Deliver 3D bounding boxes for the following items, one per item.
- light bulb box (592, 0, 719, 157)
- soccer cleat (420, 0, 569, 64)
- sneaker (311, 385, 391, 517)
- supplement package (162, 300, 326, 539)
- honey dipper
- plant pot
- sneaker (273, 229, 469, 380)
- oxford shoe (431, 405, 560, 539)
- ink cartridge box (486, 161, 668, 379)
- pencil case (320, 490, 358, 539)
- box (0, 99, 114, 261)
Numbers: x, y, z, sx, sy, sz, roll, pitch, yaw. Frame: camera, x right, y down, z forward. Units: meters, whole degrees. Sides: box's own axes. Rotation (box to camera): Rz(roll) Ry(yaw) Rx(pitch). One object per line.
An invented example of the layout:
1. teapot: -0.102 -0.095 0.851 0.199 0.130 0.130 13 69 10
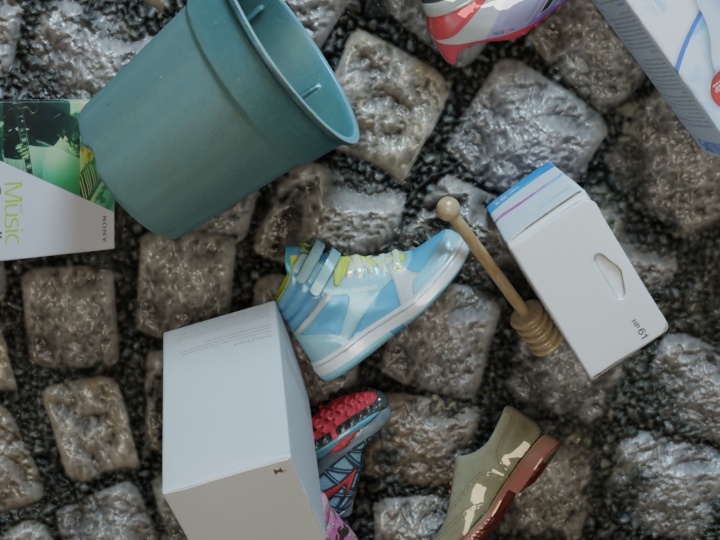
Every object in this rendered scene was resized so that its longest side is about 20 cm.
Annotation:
1. light bulb box: 0.348 -0.239 1.058 0.197 0.125 0.201 -39 97 7
2. soccer cleat: 0.157 -0.258 1.093 0.197 0.069 0.074 -19 119 3
3. sneaker: -0.033 0.201 1.184 0.200 0.080 0.095 -43 113 14
4. supplement package: -0.111 0.150 1.084 0.118 0.202 0.122 -15 130 3
5. honey dipper: 0.131 0.003 1.121 0.038 0.038 0.201 -35 117 7
6. plant pot: -0.135 -0.143 1.055 0.195 0.200 0.201 -34 99 14
7. sneaker: 0.000 0.000 1.132 0.199 0.080 0.131 -40 100 7
8. oxford shoe: 0.117 0.226 1.191 0.074 0.071 0.201 42 100 18
9. ink cartridge box: 0.191 -0.007 1.066 0.084 0.200 0.146 -33 99 6
10. pencil case: -0.037 0.295 1.149 0.082 0.087 0.201 0 135 29
11. box: -0.317 -0.084 1.076 0.036 0.198 0.147 13 106 43
